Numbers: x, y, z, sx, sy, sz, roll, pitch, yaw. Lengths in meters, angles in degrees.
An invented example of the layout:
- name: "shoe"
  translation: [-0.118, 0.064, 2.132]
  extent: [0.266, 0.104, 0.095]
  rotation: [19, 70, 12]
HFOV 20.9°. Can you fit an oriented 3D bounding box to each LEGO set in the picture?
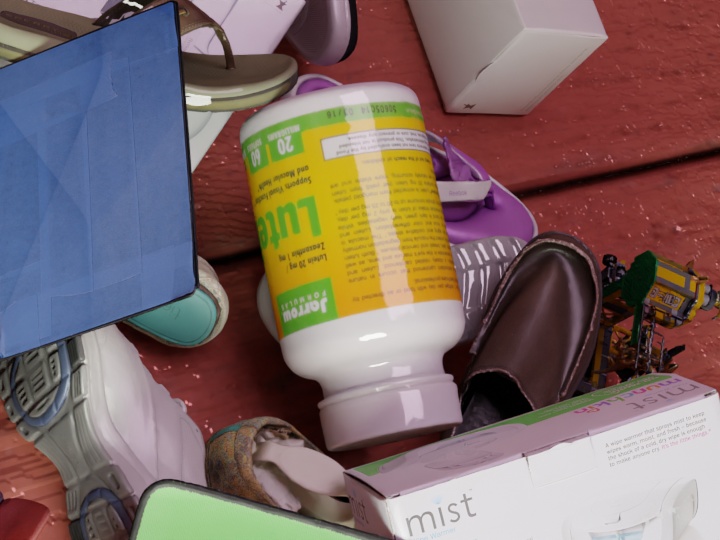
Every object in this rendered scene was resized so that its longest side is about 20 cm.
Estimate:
- name: "LEGO set"
  translation: [0.191, 0.096, 1.246]
  extent: [0.115, 0.154, 0.201]
  rotation: [22, 54, -22]

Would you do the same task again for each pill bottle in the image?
- name: "pill bottle"
  translation: [0.000, 0.000, 1.152]
  extent: [0.110, 0.111, 0.202]
  rotation: [-5, 79, -37]

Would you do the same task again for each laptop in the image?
- name: "laptop"
  translation: [-0.202, -0.059, 1.008]
  extent: [0.199, 0.116, 0.188]
  rotation: [12, 54, -29]

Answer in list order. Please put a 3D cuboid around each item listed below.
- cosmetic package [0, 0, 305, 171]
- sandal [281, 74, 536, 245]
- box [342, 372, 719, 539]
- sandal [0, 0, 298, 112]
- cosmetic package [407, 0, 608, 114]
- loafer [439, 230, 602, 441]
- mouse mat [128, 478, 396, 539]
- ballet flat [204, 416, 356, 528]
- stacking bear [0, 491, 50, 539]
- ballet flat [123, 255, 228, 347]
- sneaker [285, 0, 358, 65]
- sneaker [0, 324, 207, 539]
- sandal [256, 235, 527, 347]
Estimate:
- name: "cosmetic package"
  translation: [-0.156, -0.160, 1.196]
  extent: [0.199, 0.052, 0.151]
  rotation: [35, 72, -10]
- name: "sandal"
  translation: [0.038, -0.068, 1.302]
  extent: [0.202, 0.050, 0.083]
  rotation: [28, 49, -16]
- name: "box"
  translation: [0.111, 0.170, 1.080]
  extent: [0.199, 0.097, 0.178]
  rotation: [-17, 97, -14]
- name: "sandal"
  translation: [-0.129, -0.136, 1.127]
  extent: [0.200, 0.058, 0.080]
  rotation: [13, 19, -15]
- name: "cosmetic package"
  translation: [0.088, -0.224, 1.413]
  extent: [0.084, 0.108, 0.201]
  rotation: [-2, 64, -37]
- name: "loafer"
  translation: [0.099, 0.067, 1.194]
  extent: [0.073, 0.071, 0.201]
  rotation: [20, 77, 5]
- name: "mouse mat"
  translation: [-0.059, 0.220, 0.990]
  extent: [0.160, 0.008, 0.201]
  rotation: [17, 86, -8]
- name: "ballet flat"
  translation: [-0.002, 0.149, 1.130]
  extent: [0.199, 0.071, 0.071]
  rotation: [35, 47, -12]
- name: "stacking bear"
  translation: [-0.263, 0.112, 0.947]
  extent: [0.199, 0.122, 0.114]
  rotation: [32, 49, -4]
- name: "ballet flat"
  translation: [-0.167, -0.017, 1.140]
  extent: [0.199, 0.068, 0.062]
  rotation: [33, 20, -18]
- name: "sneaker"
  translation: [-0.011, -0.223, 1.356]
  extent: [0.111, 0.073, 0.201]
  rotation: [3, 52, -34]
- name: "sneaker"
  translation: [-0.137, 0.085, 1.087]
  extent: [0.087, 0.074, 0.201]
  rotation: [-10, 74, -52]
- name: "sandal"
  translation: [0.026, 0.024, 1.246]
  extent: [0.201, 0.050, 0.083]
  rotation: [-4, 78, -23]
